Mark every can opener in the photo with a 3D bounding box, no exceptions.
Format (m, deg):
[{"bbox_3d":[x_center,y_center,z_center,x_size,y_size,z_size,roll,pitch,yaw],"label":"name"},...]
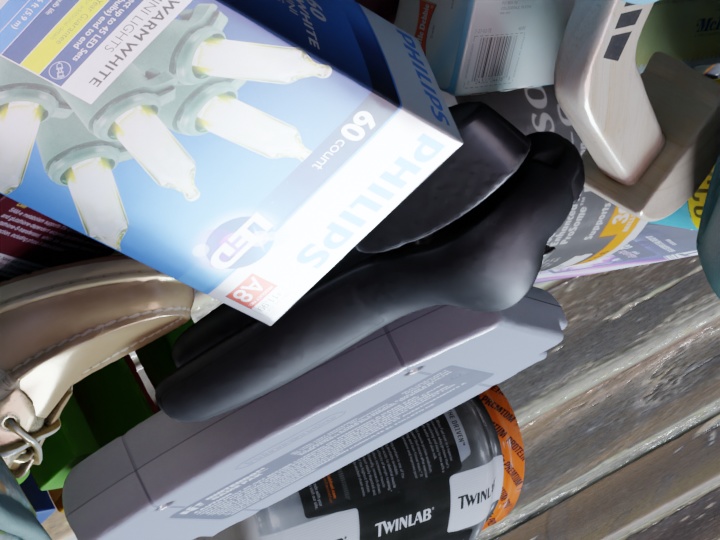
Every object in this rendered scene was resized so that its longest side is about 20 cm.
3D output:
[{"bbox_3d":[0.000,0.000,1.103,0.200,0.079,0.063,-32,-166,37],"label":"can opener"}]

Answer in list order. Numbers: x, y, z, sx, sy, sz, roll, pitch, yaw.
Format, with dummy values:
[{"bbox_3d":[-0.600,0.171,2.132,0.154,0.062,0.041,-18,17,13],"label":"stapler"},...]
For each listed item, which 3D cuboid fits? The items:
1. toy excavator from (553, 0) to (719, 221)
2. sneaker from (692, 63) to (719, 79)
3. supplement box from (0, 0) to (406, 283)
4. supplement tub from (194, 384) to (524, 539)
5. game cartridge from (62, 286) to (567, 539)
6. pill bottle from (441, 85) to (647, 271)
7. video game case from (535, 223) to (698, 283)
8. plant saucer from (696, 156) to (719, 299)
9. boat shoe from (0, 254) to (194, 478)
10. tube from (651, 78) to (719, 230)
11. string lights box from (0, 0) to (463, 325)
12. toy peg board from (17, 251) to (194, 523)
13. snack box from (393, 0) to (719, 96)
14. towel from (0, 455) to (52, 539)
[{"bbox_3d":[0.090,-0.119,1.027,0.194,0.100,0.201,3,115,-55],"label":"toy excavator"},{"bbox_3d":[0.149,-0.106,1.326,0.079,0.078,0.200,-20,149,-41],"label":"sneaker"},{"bbox_3d":[-0.081,-0.068,1.094,0.200,0.061,0.109,-34,162,14],"label":"supplement box"},{"bbox_3d":[-0.015,0.114,1.586,0.200,0.123,0.123,-14,157,-39],"label":"supplement tub"},{"bbox_3d":[-0.020,0.056,1.219,0.200,0.041,0.133,-29,170,14],"label":"game cartridge"},{"bbox_3d":[0.027,-0.049,1.225,0.200,0.117,0.116,-11,154,-46],"label":"pill bottle"},{"bbox_3d":[0.075,-0.009,1.426,0.199,0.019,0.143,-11,172,14],"label":"video game case"},{"bbox_3d":[0.162,-0.080,1.125,0.200,0.027,0.201,18,90,-86],"label":"plant saucer"},{"bbox_3d":[-0.143,0.052,1.136,0.199,0.065,0.072,-25,164,17],"label":"boat shoe"},{"bbox_3d":[0.125,-0.051,1.298,0.050,0.078,0.200,-11,-169,-41],"label":"tube"},{"bbox_3d":[-0.073,-0.066,0.984,0.200,0.059,0.103,27,119,-40],"label":"string lights box"},{"bbox_3d":[-0.164,0.077,1.298,0.200,0.098,0.199,-6,151,-50],"label":"toy peg board"},{"bbox_3d":[0.094,-0.132,1.125,0.200,0.037,0.117,-10,118,-50],"label":"snack box"},{"bbox_3d":[-0.177,0.022,1.012,0.048,0.172,0.200,-31,162,-3],"label":"towel"}]
